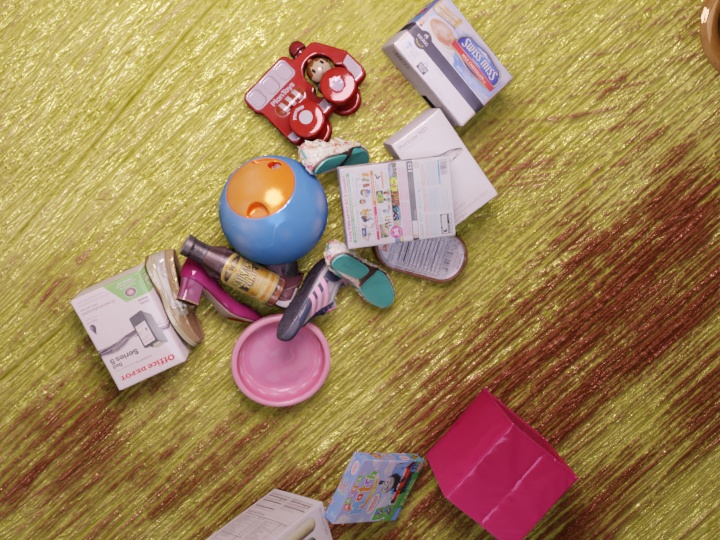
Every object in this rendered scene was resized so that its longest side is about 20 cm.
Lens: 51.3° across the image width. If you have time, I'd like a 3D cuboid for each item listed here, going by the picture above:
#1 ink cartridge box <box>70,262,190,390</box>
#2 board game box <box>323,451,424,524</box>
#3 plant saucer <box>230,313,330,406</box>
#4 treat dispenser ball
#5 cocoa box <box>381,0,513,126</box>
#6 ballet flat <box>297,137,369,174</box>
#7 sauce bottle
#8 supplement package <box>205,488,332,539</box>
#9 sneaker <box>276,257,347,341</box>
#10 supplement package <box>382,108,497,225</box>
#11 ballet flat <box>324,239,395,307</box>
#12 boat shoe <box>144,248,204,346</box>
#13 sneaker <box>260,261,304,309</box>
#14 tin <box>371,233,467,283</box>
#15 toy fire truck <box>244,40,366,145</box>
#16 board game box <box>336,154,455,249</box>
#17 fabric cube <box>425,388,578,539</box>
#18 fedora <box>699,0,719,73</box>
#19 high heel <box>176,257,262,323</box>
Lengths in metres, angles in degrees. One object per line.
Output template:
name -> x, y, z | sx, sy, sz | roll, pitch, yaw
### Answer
ink cartridge box -> -0.441, 0.108, 1.455 | 0.145, 0.084, 0.201 | -24, 105, 0
board game box -> 0.032, 0.452, 1.562 | 0.200, 0.037, 0.152 | 16, 103, -45
plant saucer -> -0.161, 0.176, 1.512 | 0.200, 0.051, 0.201 | -4, 109, -11
treat dispenser ball -> -0.160, -0.111, 1.380 | 0.200, 0.201, 0.202 | -1, 103, -7
cocoa box -> 0.159, -0.385, 1.391 | 0.131, 0.133, 0.200 | -43, 104, 3
ballet flat -> -0.048, -0.219, 1.391 | 0.064, 0.200, 0.076 | 48, 115, 13
sauce bottle -> -0.238, -0.001, 1.389 | 0.199, 0.066, 0.066 | 27, 98, -18
supplement package -> -0.176, 0.569, 1.509 | 0.200, 0.150, 0.152 | -27, 109, -45
sneaker -> -0.088, 0.069, 1.458 | 0.082, 0.070, 0.200 | 44, 60, -22
supplement package -> 0.151, -0.197, 1.441 | 0.117, 0.117, 0.200 | -37, 104, 3
ballet flat -> 0.000, 0.000, 1.474 | 0.076, 0.064, 0.200 | -39, 132, 9
boat shoe -> -0.348, 0.052, 1.460 | 0.066, 0.074, 0.201 | -24, 104, 4
sneaker -> -0.200, -0.016, 1.472 | 0.200, 0.076, 0.116 | 31, 87, -18
tin -> 0.121, -0.042, 1.515 | 0.199, 0.042, 0.112 | 15, 96, -10
toy fire truck -> -0.098, -0.337, 1.394 | 0.168, 0.112, 0.200 | 44, 94, 5
board game box -> 0.064, -0.126, 1.358 | 0.199, 0.064, 0.148 | -7, 103, -5
fabric cube -> 0.287, 0.406, 1.554 | 0.200, 0.196, 0.199 | 40, 94, -13
fedora -> 0.734, -0.480, 1.467 | 0.200, 0.082, 0.201 | -3, 108, -9
high heel -> -0.261, 0.039, 1.460 | 0.200, 0.067, 0.097 | 27, 70, -43
